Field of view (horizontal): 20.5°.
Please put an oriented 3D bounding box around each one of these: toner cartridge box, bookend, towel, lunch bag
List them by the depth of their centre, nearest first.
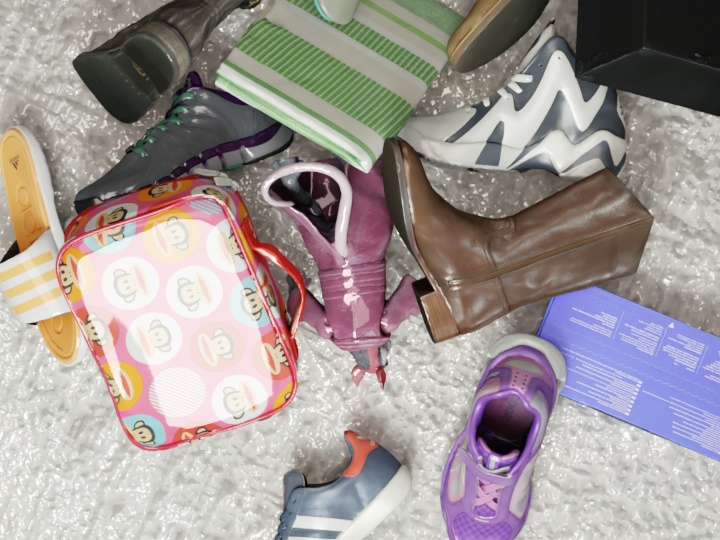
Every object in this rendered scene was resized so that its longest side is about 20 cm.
[{"bbox_3d":[-0.129,0.029,1.555,0.175,0.082,0.201,-18,110,5],"label":"lunch bag"},{"bbox_3d":[0.278,-0.238,1.587,0.197,0.092,0.202,10,76,-29],"label":"bookend"},{"bbox_3d":[-0.014,-0.177,1.601,0.152,0.023,0.201,30,48,2],"label":"towel"},{"bbox_3d":[0.239,0.083,1.638,0.199,0.043,0.096,23,93,4],"label":"toner cartridge box"}]

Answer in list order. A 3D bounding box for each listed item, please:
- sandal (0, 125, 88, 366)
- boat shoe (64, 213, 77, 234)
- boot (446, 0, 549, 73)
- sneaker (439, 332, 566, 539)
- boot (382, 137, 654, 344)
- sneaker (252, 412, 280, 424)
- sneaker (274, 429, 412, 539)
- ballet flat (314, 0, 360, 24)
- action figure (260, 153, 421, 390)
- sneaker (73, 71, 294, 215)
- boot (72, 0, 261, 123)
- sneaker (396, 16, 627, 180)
[{"bbox_3d":[-0.282,-0.016,1.649,0.059,0.079,0.208,-12,81,-37],"label":"sandal"},{"bbox_3d":[-0.198,0.042,1.657,0.068,0.072,0.202,-16,96,24],"label":"boat shoe"},{"bbox_3d":[0.126,-0.250,1.634,0.075,0.074,0.200,37,82,15],"label":"boot"},{"bbox_3d":[0.108,0.154,1.605,0.080,0.089,0.202,16,112,5],"label":"sneaker"},{"bbox_3d":[0.126,-0.051,1.568,0.198,0.064,0.188,-20,120,-5],"label":"boot"},{"bbox_3d":[-0.111,0.032,1.638,0.075,0.088,0.202,-16,91,2],"label":"sneaker"},{"bbox_3d":[-0.050,0.216,1.645,0.084,0.075,0.200,44,83,1],"label":"sneaker"},{"bbox_3d":[-0.005,-0.297,1.589,0.063,0.067,0.202,-13,68,37],"label":"ballet flat"},{"bbox_3d":[0.000,0.000,1.599,0.133,0.149,0.202,-11,95,4],"label":"action figure"},{"bbox_3d":[-0.154,-0.109,1.620,0.199,0.074,0.088,-25,101,-27],"label":"sneaker"},{"bbox_3d":[-0.136,-0.207,1.632,0.174,0.199,0.069,-47,108,-27],"label":"boot"},{"bbox_3d":[0.123,-0.145,1.626,0.197,0.079,0.131,5,89,3],"label":"sneaker"}]
